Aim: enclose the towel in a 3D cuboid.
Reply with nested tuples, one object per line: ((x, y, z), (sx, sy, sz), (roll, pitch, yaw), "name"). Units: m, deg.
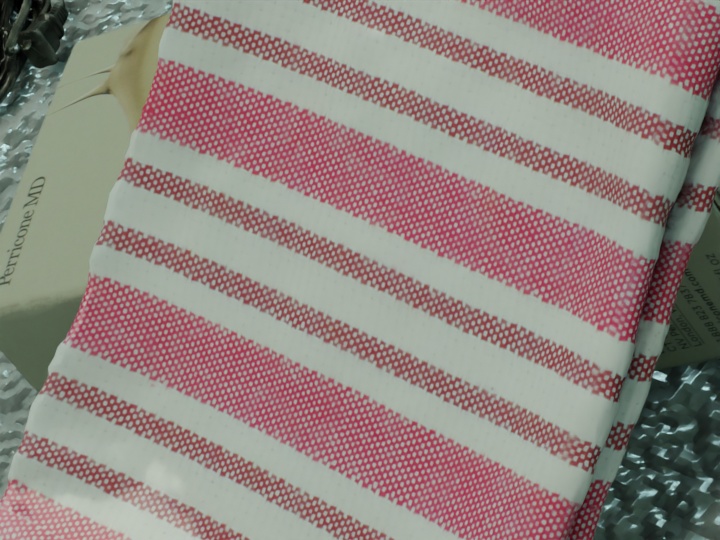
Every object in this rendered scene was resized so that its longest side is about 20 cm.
((0.000, 0.000, 0.665), (0.146, 0.030, 0.201), (22, 95, 33), "towel")

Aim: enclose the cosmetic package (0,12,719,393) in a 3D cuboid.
((0.013, -0.023, 0.743), (0.199, 0.073, 0.104), (-14, 43, 30), "cosmetic package")

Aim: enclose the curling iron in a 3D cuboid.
((-0.162, -0.022, 0.935), (0.200, 0.026, 0.049), (-50, 34, -14), "curling iron")
